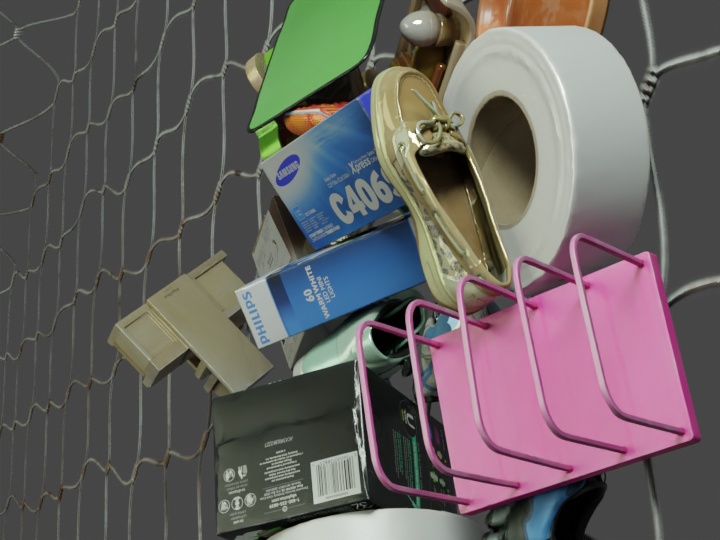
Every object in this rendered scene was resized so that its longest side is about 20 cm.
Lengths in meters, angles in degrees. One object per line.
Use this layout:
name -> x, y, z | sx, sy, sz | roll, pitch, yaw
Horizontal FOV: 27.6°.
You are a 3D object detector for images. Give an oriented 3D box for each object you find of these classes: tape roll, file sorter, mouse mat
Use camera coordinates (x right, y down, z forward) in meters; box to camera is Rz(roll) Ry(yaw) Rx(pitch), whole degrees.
tape roll -> 0.138, -0.086, 1.140 | 0.202, 0.070, 0.206 | 18, 110, 61
file sorter -> 0.110, 0.074, 1.037 | 0.198, 0.125, 0.141 | -24, 64, 32
mouse mat -> -0.032, -0.224, 1.365 | 0.160, 0.008, 0.202 | -27, 37, 37
tape roll -> 0.012, 0.266, 1.230 | 0.203, 0.200, 0.072 | 131, 140, -52

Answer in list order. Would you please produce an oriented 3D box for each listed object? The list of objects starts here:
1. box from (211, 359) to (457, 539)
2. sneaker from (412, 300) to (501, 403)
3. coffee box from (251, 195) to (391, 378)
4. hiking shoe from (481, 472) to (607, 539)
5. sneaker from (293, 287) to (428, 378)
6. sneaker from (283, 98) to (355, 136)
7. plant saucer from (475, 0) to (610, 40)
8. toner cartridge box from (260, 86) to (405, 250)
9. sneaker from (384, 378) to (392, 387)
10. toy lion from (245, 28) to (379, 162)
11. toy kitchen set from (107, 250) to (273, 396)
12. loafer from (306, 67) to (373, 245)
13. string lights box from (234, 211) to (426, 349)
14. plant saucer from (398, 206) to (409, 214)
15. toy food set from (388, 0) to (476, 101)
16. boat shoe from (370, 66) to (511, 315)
box -> -0.018, 0.181, 1.272 | 0.147, 0.200, 0.126 | -16, 62, 21
sneaker -> 0.082, 0.065, 1.246 | 0.200, 0.071, 0.073 | 114, 143, -68
coffee box -> -0.033, 0.015, 1.516 | 0.201, 0.113, 0.080 | -114, 38, -50
hiking shoe -> 0.157, 0.139, 1.117 | 0.086, 0.074, 0.203 | 9, 90, 42
sneaker -> 0.035, 0.054, 1.330 | 0.118, 0.200, 0.074 | -31, 94, 38
sneaker -> 0.016, -0.110, 1.305 | 0.198, 0.073, 0.078 | 14, 108, 26
plant saucer -> 0.157, -0.225, 1.248 | 0.200, 0.032, 0.203 | -173, 90, -66
toner cartridge box -> -0.008, -0.087, 1.245 | 0.096, 0.043, 0.200 | 58, 151, -4
sneaker -> 0.018, 0.189, 1.412 | 0.078, 0.069, 0.203 | -12, 78, 61
toy lion -> -0.034, -0.133, 1.474 | 0.068, 0.199, 0.194 | -30, 59, 30
toy kitchen set -> -0.209, 0.123, 1.859 | 0.163, 0.200, 0.181 | 44, 137, 10
loafer -> -0.010, -0.119, 1.385 | 0.071, 0.063, 0.203 | -11, 81, 26
string lights box -> 0.000, 0.000, 1.293 | 0.060, 0.198, 0.103 | 66, -161, -3
plant saucer -> 0.074, -0.148, 1.405 | 0.200, 0.035, 0.203 | -176, 90, -69
toy food set -> 0.039, -0.192, 1.373 | 0.144, 0.060, 0.202 | -113, 35, -51
boat shoe -> 0.067, -0.069, 1.122 | 0.063, 0.073, 0.202 | -32, 76, 54
